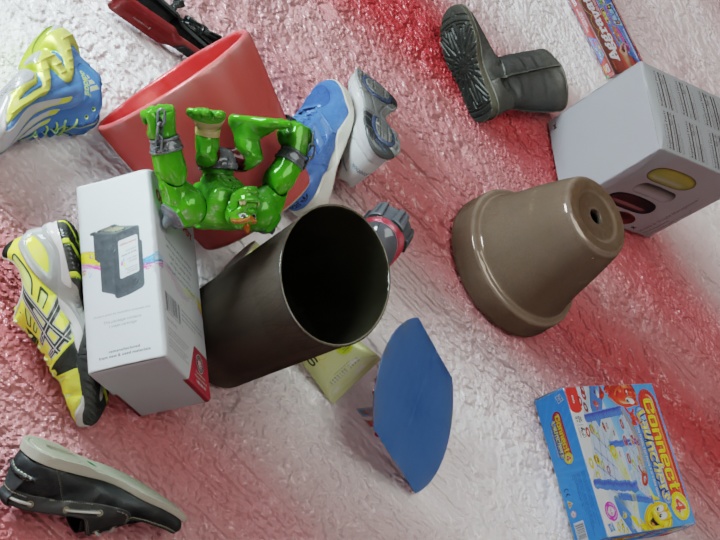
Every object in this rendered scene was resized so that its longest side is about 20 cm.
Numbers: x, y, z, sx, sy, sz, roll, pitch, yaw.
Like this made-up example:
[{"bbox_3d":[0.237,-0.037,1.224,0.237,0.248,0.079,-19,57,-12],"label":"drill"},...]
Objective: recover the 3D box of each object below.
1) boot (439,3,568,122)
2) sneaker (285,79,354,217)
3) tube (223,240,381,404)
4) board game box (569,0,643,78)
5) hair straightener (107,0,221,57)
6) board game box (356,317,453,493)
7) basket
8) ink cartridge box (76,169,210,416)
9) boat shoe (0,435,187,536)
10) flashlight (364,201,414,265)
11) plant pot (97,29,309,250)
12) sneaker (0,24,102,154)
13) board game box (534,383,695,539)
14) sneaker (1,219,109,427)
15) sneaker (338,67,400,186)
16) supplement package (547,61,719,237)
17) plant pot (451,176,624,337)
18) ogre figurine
[{"bbox_3d":[0.212,-0.302,2.198,0.199,0.072,0.184,-20,95,-42],"label":"boot"},{"bbox_3d":[-0.076,-0.170,1.833,0.111,0.076,0.202,38,51,-35],"label":"sneaker"},{"bbox_3d":[-0.069,0.055,1.726,0.200,0.058,0.052,48,47,-12],"label":"tube"},{"bbox_3d":[0.385,-0.408,2.470,0.102,0.019,0.202,-19,82,-47],"label":"board game box"},{"bbox_3d":[-0.205,-0.291,1.803,0.199,0.041,0.078,29,50,-30],"label":"hair straightener"},{"bbox_3d":[0.048,0.154,1.780,0.201,0.038,0.159,59,42,-43],"label":"board game box"},{"bbox_3d":[-0.090,0.039,1.604,0.137,0.199,0.181,52,40,-12],"label":"basket"},{"bbox_3d":[-0.216,0.024,1.534,0.146,0.082,0.203,59,20,-64],"label":"ink cartridge box"},{"bbox_3d":[-0.252,0.218,1.461,0.199,0.071,0.068,28,86,-40],"label":"boat shoe"},{"bbox_3d":[0.000,0.000,1.819,0.068,0.068,0.201,49,42,-13],"label":"flashlight"},{"bbox_3d":[-0.157,-0.135,1.663,0.178,0.199,0.201,57,41,-16],"label":"plant pot"},{"bbox_3d":[-0.321,-0.168,1.593,0.105,0.075,0.201,41,44,-21],"label":"sneaker"},{"bbox_3d":[0.335,0.253,2.013,0.194,0.056,0.203,1,67,-44],"label":"board game box"},{"bbox_3d":[-0.295,0.055,1.504,0.075,0.075,0.203,-7,85,-86],"label":"sneaker"},{"bbox_3d":[-0.003,-0.183,1.920,0.074,0.087,0.201,36,28,-21],"label":"sneaker"},{"bbox_3d":[0.415,-0.171,2.232,0.198,0.191,0.149,16,56,-37],"label":"supplement package"},{"bbox_3d":[0.245,-0.038,2.004,0.199,0.174,0.203,24,51,-33],"label":"plant pot"},{"bbox_3d":[-0.132,-0.098,1.535,0.199,0.097,0.122,-2,99,-61],"label":"ogre figurine"}]
